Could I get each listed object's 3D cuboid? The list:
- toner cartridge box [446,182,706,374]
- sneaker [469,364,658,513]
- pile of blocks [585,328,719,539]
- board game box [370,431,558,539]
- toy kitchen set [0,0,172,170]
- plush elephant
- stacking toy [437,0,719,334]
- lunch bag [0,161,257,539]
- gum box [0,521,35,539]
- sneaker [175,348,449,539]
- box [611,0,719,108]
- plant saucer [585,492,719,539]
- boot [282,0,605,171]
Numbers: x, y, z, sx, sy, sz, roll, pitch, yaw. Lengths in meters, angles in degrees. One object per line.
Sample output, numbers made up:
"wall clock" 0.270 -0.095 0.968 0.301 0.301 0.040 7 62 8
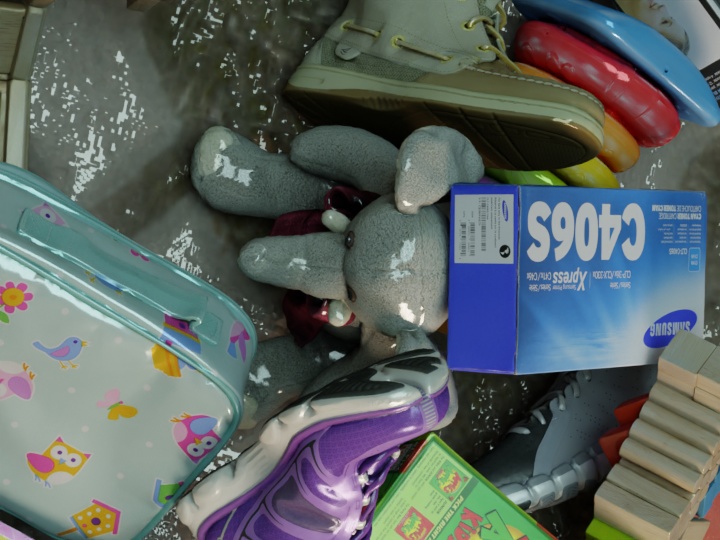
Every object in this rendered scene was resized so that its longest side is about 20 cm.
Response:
"toner cartridge box" 0.116 0.003 1.376 0.200 0.043 0.095 -2 95 -55
"sneaker" 0.109 0.069 1.480 0.199 0.075 0.116 -17 85 -31
"pile of blocks" 0.154 0.114 1.408 0.062 0.082 0.201 27 92 22
"board game box" 0.009 0.193 1.360 0.102 0.048 0.200 40 75 -10
"toy kitchen set" -0.150 -0.097 1.328 0.163 0.200 0.181 5 82 -19
"plush elephant" 0.000 0.000 1.368 0.199 0.155 0.165 1 85 5
"stacking toy" 0.097 -0.050 1.477 0.116 0.110 0.200 35 85 -31
"lunch bag" -0.156 0.043 1.334 0.200 0.160 0.077 31 31 -15
"gum box" -0.173 0.203 1.357 0.200 0.066 0.114 30 76 -15
"sneaker" -0.010 0.103 1.289 0.081 0.200 0.084 -25 78 -40
"box" 0.183 -0.201 1.517 0.200 0.060 0.117 53 48 -7
"plant saucer" 0.190 0.212 1.476 0.199 0.037 0.200 37 96 -12
"boot" 0.066 -0.138 1.427 0.072 0.200 0.155 44 65 -47
